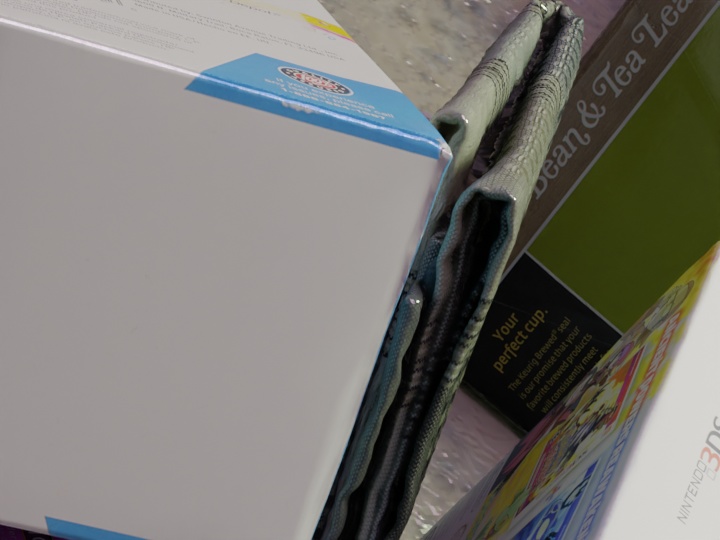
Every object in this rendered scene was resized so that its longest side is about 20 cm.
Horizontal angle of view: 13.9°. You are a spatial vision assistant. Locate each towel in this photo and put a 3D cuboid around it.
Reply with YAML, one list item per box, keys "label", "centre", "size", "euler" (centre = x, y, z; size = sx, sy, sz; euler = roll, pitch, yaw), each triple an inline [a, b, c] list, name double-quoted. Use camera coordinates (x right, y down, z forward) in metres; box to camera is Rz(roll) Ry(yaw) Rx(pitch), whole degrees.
- label: "towel"
  centre: [0.014, 0.027, 0.864]
  size: [0.034, 0.194, 0.200]
  euler: [21, 20, 2]

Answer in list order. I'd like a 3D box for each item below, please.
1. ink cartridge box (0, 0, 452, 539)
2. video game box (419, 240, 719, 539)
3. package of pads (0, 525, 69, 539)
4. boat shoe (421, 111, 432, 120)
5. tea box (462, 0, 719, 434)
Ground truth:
- label: "ink cartridge box"
  centre: [-0.077, -0.022, 0.809]
  size: [0.128, 0.126, 0.200]
  euler: [14, 15, -18]
- label: "video game box"
  centre: [0.043, 0.103, 0.831]
  size: [0.047, 0.182, 0.200]
  euler: [37, 34, -3]
- label: "package of pads"
  centre: [-0.125, 0.095, 0.779]
  size: [0.199, 0.076, 0.121]
  euler: [9, 43, -38]
- label: "boat shoe"
  centre: [0.000, 0.000, 1.013]
  size: [0.065, 0.072, 0.200]
  euler: [11, 29, -5]
- label: "tea box"
  centre: [0.155, -0.012, 1.060]
  size: [0.196, 0.200, 0.134]
  euler: [40, 33, 3]
